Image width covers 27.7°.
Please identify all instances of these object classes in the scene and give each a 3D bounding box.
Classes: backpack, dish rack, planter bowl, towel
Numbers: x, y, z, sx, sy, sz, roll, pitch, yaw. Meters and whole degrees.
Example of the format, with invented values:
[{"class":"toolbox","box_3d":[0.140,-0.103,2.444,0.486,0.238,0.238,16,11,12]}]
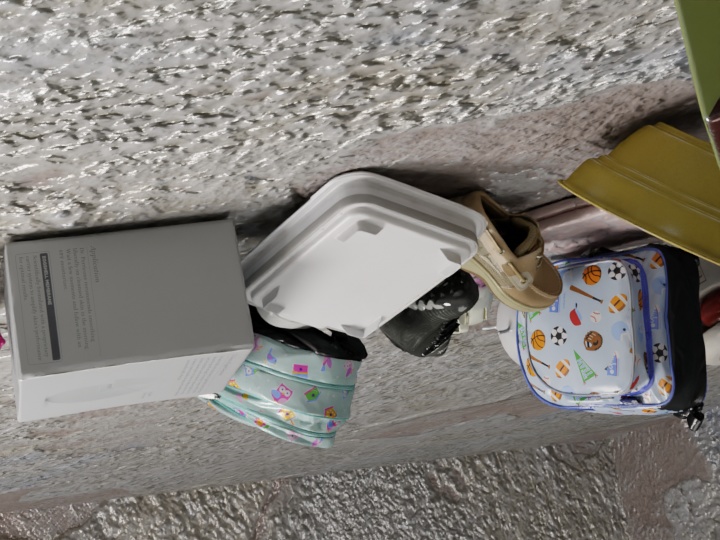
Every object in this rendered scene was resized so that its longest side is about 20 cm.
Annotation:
[{"class":"backpack","box_3d":[-0.091,0.097,1.483,0.199,0.128,0.166,20,-169,34]},{"class":"backpack","box_3d":[0.252,0.067,1.524,0.153,0.202,0.190,11,165,-41]},{"class":"dish rack","box_3d":[-0.001,-0.003,1.296,0.171,0.044,0.200,17,141,-35]},{"class":"planter bowl","box_3d":[0.271,-0.069,1.215,0.199,0.084,0.200,24,-169,-5]},{"class":"towel","box_3d":[0.226,-0.038,1.513,0.190,0.033,0.200,-17,166,24]}]

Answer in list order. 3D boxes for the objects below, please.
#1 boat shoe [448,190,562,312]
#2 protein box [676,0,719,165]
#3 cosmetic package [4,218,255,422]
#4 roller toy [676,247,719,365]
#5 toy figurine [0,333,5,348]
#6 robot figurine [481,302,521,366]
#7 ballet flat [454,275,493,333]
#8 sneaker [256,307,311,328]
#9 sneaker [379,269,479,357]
[{"class":"boat shoe","box_3d":[0.144,-0.017,1.387,0.064,0.072,0.199,-28,146,28]},{"class":"protein box","box_3d":[0.197,-0.148,0.618,0.134,0.200,0.200,-14,167,15]},{"class":"cosmetic package","box_3d":[-0.213,0.047,1.308,0.198,0.124,0.199,-6,166,-16]},{"class":"roller toy","box_3d":[0.439,0.011,1.651,0.181,0.141,0.200,-23,162,7]},{"class":"toy figurine","box_3d":[-0.386,0.098,1.307,0.149,0.202,0.184,-1,-178,12]},{"class":"robot figurine","box_3d":[0.248,0.057,1.746,0.198,0.114,0.170,-8,171,-11]},{"class":"ballet flat","box_3d":[0.112,0.031,1.622,0.068,0.072,0.200,-7,166,-12]},{"class":"sneaker","box_3d":[0.000,0.000,1.419,0.199,0.074,0.115,-12,168,-40]},{"class":"sneaker","box_3d":[0.078,0.049,1.558,0.066,0.091,0.200,-43,-165,-26]}]
